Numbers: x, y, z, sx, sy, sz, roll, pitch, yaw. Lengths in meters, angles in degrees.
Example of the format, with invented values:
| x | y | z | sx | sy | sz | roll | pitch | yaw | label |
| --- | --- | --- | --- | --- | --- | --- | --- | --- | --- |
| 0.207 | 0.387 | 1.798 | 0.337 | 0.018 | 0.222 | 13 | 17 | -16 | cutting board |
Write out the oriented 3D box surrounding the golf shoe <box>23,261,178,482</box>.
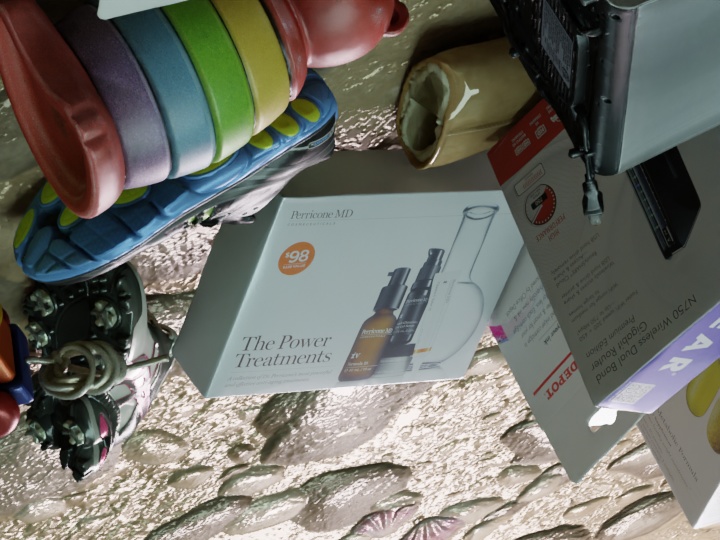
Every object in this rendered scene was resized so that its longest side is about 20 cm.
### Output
| x | y | z | sx | sy | sz | roll | pitch | yaw | label |
| --- | --- | --- | --- | --- | --- | --- | --- | --- | --- |
| -0.152 | 0.040 | 1.740 | 0.088 | 0.077 | 0.200 | -37 | 162 | -31 | golf shoe |

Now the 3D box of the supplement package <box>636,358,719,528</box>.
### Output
| x | y | z | sx | sy | sz | roll | pitch | yaw | label |
| --- | --- | --- | --- | --- | --- | --- | --- | --- | --- |
| 0.295 | 0.084 | 2.142 | 0.109 | 0.114 | 0.200 | -15 | 150 | -22 | supplement package |

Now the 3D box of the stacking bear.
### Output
| x | y | z | sx | sy | sz | roll | pitch | yaw | label |
| --- | --- | --- | --- | --- | --- | --- | --- | --- | --- |
| -0.074 | -0.115 | 1.475 | 0.200 | 0.122 | 0.114 | -26 | 152 | -16 | stacking bear |

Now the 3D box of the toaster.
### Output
| x | y | z | sx | sy | sz | roll | pitch | yaw | label |
| --- | --- | --- | --- | --- | --- | --- | --- | --- | --- |
| 0.130 | -0.162 | 1.481 | 0.118 | 0.181 | 0.200 | -22 | 152 | -11 | toaster |

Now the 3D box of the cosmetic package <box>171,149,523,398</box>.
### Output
| x | y | z | sx | sy | sz | roll | pitch | yaw | label |
| --- | --- | --- | --- | --- | --- | --- | --- | --- | --- |
| 0.000 | 0.000 | 1.753 | 0.200 | 0.052 | 0.151 | -3 | 127 | -36 | cosmetic package |

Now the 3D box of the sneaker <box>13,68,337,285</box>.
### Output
| x | y | z | sx | sy | sz | roll | pitch | yaw | label |
| --- | --- | --- | --- | --- | --- | --- | --- | --- | --- |
| -0.099 | -0.042 | 1.617 | 0.199 | 0.071 | 0.083 | -28 | 147 | -2 | sneaker |

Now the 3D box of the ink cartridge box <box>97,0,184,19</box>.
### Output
| x | y | z | sx | sy | sz | roll | pitch | yaw | label |
| --- | --- | --- | --- | --- | --- | --- | --- | --- | --- |
| -0.075 | -0.211 | 1.338 | 0.117 | 0.067 | 0.200 | -16 | 151 | -21 | ink cartridge box |

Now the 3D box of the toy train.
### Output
| x | y | z | sx | sy | sz | roll | pitch | yaw | label |
| --- | --- | --- | --- | --- | --- | --- | --- | --- | --- |
| -0.214 | 0.029 | 1.610 | 0.199 | 0.085 | 0.116 | -11 | 139 | -2 | toy train |

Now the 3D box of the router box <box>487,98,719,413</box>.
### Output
| x | y | z | sx | sy | sz | roll | pitch | yaw | label |
| --- | --- | --- | --- | --- | --- | --- | --- | --- | --- |
| 0.177 | -0.050 | 1.594 | 0.049 | 0.180 | 0.200 | 9 | 138 | -42 | router box |

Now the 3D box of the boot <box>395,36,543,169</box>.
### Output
| x | y | z | sx | sy | sz | roll | pitch | yaw | label |
| --- | --- | --- | --- | --- | --- | --- | --- | --- | --- |
| 0.133 | -0.131 | 1.670 | 0.200 | 0.066 | 0.175 | -14 | 151 | -20 | boot |

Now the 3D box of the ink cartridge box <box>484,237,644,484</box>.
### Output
| x | y | z | sx | sy | sz | roll | pitch | yaw | label |
| --- | --- | --- | --- | --- | --- | --- | --- | --- | --- |
| 0.141 | 0.019 | 1.792 | 0.068 | 0.200 | 0.115 | -2 | 145 | -38 | ink cartridge box |
